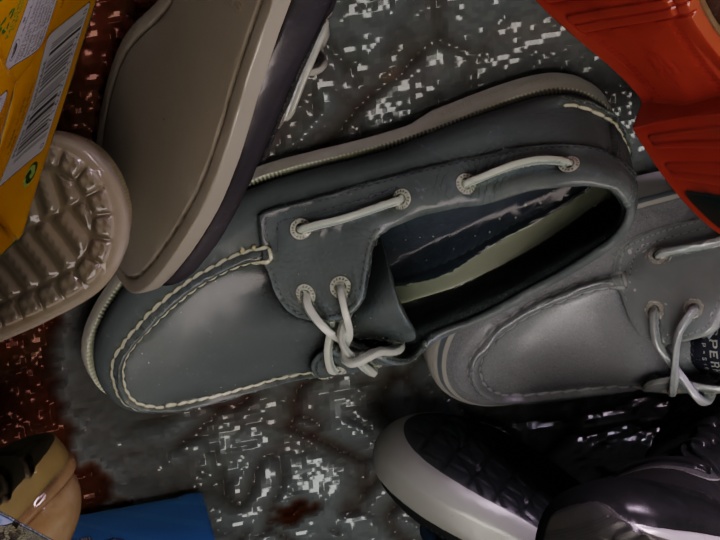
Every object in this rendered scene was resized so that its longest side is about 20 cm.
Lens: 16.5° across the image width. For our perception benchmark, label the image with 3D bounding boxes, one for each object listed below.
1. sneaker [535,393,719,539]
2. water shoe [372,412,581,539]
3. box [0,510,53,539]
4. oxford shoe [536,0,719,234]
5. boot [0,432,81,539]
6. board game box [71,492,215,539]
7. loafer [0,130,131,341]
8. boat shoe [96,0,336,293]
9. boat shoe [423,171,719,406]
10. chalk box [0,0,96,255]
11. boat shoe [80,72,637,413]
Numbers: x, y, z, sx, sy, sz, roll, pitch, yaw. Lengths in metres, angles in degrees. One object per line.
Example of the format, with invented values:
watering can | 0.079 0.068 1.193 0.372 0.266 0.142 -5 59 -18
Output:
sneaker | 0.116 0.076 0.872 0.076 0.088 0.200 -20 160 30
water shoe | 0.071 0.123 0.923 0.200 0.072 0.079 30 110 -31
box | -0.187 0.042 0.685 0.200 0.137 0.038 25 80 13
oxford shoe | 0.103 -0.101 0.796 0.073 0.071 0.200 -48 122 -26
boot | -0.099 0.179 0.828 0.200 0.066 0.175 46 76 -20
board game box | -0.142 0.191 0.921 0.196 0.056 0.200 -10 126 -9
loafer | -0.156 0.010 0.783 0.200 0.068 0.076 -18 93 15
boat shoe | -0.027 -0.070 0.764 0.063 0.073 0.200 -4 135 -34
boat shoe | 0.120 0.006 0.857 0.201 0.072 0.070 -21 127 0
chalk box | -0.184 -0.077 0.661 0.200 0.124 0.125 25 117 4
boat shoe | 0.000 0.000 0.825 0.200 0.062 0.073 -25 127 2
